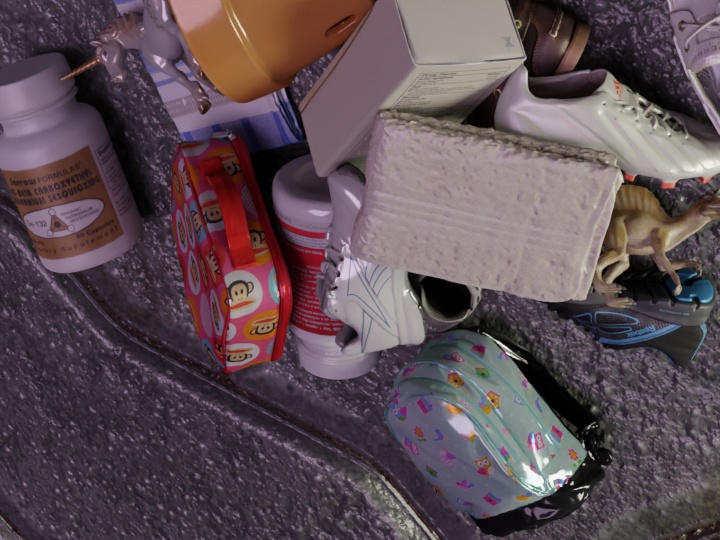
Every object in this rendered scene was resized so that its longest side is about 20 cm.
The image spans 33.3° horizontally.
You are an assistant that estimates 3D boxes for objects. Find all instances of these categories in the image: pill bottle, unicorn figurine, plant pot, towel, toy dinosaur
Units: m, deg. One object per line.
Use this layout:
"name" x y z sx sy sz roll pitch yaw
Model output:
"pill bottle" -0.305 -0.110 1.223 0.113 0.114 0.202 -2 119 29
"unicorn figurine" -0.177 -0.206 1.088 0.137 0.074 0.200 44 137 7
"plant pot" -0.061 -0.251 0.962 0.139 0.201 0.202 -15 114 16
"towel" -0.146 -0.196 1.140 0.146 0.024 0.202 -8 116 33
"towel" 0.097 -0.049 0.943 0.198 0.035 0.134 13 123 2
"pill bottle" -0.023 -0.002 1.144 0.111 0.112 0.202 12 125 21
"toy dinosaur" 0.212 -0.025 1.003 0.197 0.102 0.058 1 161 3

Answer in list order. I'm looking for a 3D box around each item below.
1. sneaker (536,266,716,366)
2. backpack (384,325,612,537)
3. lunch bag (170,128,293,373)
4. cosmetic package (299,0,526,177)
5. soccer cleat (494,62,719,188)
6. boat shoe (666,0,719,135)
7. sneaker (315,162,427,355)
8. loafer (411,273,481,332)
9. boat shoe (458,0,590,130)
"sneaker" 0.208 0.032 1.067 0.198 0.073 0.083 15 127 20
"backpack" 0.120 0.154 1.162 0.166 0.127 0.201 -30 100 42
"lunch bag" -0.124 -0.024 1.122 0.177 0.081 0.202 104 149 -58
"cosmetic package" 0.035 -0.150 0.972 0.200 0.103 0.074 -42 60 58
"soccer cleat" 0.204 -0.116 0.941 0.197 0.070 0.078 7 121 -7
"boat shoe" 0.271 -0.172 0.899 0.070 0.069 0.201 -16 111 37
"sneaker" 0.000 0.000 1.041 0.086 0.075 0.201 -22 126 -8
"loafer" 0.076 0.015 1.093 0.069 0.070 0.200 23 156 6
"boat shoe" 0.117 -0.133 1.006 0.070 0.071 0.201 22 120 -5
